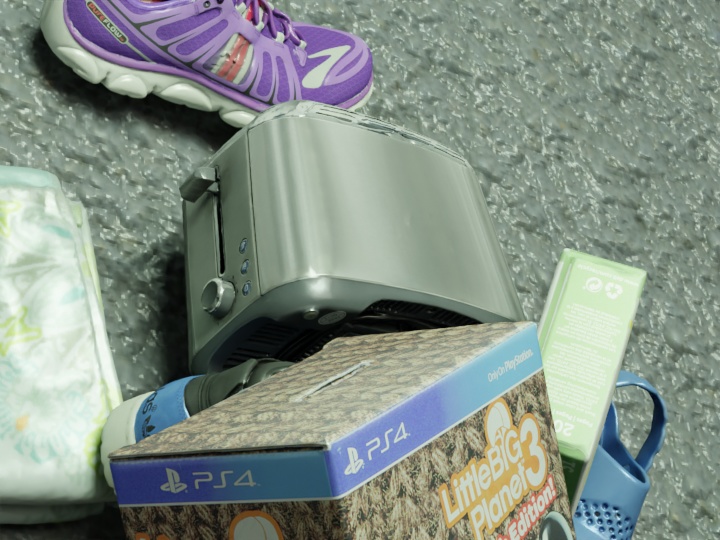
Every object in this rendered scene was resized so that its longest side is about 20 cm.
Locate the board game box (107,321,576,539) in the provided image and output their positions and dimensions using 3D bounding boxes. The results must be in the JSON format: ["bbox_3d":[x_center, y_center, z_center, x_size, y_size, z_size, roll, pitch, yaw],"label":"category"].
[{"bbox_3d":[0.010,0.137,0.680,0.159,0.097,0.201,-25,105,-56],"label":"board game box"}]

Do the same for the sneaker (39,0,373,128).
[{"bbox_3d":[-0.071,-0.130,0.973,0.199,0.084,0.081,8,38,-35],"label":"sneaker"}]

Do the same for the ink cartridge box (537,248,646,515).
[{"bbox_3d":[0.082,0.109,0.871,0.048,0.146,0.201,17,65,9],"label":"ink cartridge box"}]

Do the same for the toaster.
[{"bbox_3d":[0.000,0.000,0.904,0.199,0.114,0.130,13,52,-36],"label":"toaster"}]

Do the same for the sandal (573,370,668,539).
[{"bbox_3d":[0.120,0.128,0.972,0.079,0.087,0.201,29,48,-25],"label":"sandal"}]

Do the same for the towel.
[{"bbox_3d":[-0.200,0.027,0.798,0.199,0.048,0.172,5,59,-38],"label":"towel"}]

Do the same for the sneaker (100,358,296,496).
[{"bbox_3d":[-0.018,0.124,0.812,0.200,0.111,0.077,56,33,-18],"label":"sneaker"}]
